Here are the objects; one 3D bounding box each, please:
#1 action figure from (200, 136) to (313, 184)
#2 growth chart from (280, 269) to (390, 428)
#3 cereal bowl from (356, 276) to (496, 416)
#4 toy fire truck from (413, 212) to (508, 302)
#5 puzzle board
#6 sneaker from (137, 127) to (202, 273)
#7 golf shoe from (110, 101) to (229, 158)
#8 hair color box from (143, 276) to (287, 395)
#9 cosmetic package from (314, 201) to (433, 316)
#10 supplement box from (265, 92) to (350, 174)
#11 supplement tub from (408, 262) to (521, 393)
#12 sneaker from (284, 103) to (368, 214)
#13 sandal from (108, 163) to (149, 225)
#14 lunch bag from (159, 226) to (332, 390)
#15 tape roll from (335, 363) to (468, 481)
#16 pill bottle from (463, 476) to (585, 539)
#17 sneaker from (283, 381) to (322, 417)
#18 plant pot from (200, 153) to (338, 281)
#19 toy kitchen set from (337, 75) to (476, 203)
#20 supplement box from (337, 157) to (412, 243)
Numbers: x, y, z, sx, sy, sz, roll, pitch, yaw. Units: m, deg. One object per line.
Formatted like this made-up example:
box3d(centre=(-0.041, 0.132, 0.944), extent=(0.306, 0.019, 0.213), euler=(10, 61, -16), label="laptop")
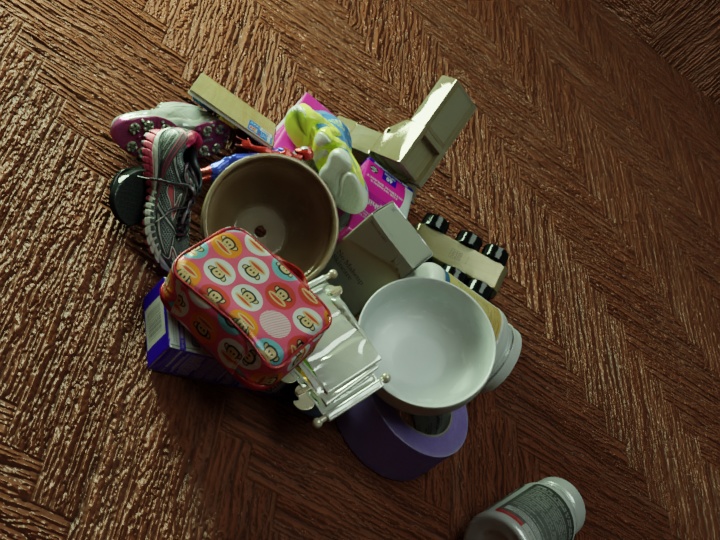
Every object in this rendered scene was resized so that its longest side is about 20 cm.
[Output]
box3d(centre=(-0.167, -0.162, 1.464), extent=(0.198, 0.066, 0.052), euler=(-7, 67, -12), label="action figure")
box3d(centre=(-0.053, 0.102, 1.314), extent=(0.144, 0.018, 0.201), euler=(-22, 65, -19), label="growth chart")
box3d(centre=(0.087, 0.114, 1.383), extent=(0.198, 0.084, 0.202), euler=(3, 61, -5), label="cereal bowl")
box3d(centre=(0.158, -0.007, 1.724), extent=(0.175, 0.200, 0.129), euler=(26, 68, 3), label="toy fire truck")
box3d(centre=(-0.203, -0.254, 1.569), extent=(0.150, 0.017, 0.200), euler=(34, 13, -14), label="puzzle board")
box3d(centre=(-0.251, -0.094, 1.336), extent=(0.081, 0.074, 0.202), euler=(-17, 104, -74), label="sneaker")
box3d(centre=(-0.296, -0.214, 1.474), extent=(0.199, 0.076, 0.092), euler=(-4, 40, -47), label="golf shoe")
box3d(centre=(-0.185, 0.090, 1.309), extent=(0.199, 0.065, 0.110), euler=(19, 45, -38), label="hair color box")
box3d(centre=(0.000, 0.000, 1.468), extent=(0.104, 0.200, 0.073), euler=(51, 36, 4), label="cosmetic package")
box3d(centre=(-0.104, -0.186, 1.610), extent=(0.101, 0.103, 0.201), euler=(39, 39, -13), label="supplement box")
box3d(centre=(0.147, 0.096, 1.586), extent=(0.199, 0.145, 0.145), euler=(35, 38, -19), label="supplement tub")
box3d(centre=(-0.031, -0.181, 1.535), extent=(0.105, 0.076, 0.201), euler=(-18, 72, -53), label="sneaker")
box3d(centre=(-0.309, -0.117, 1.372), extent=(0.047, 0.076, 0.201), euler=(4, 23, 12), label="sandal")
box3d(centre=(-0.138, 0.038, 1.258), extent=(0.200, 0.082, 0.176), euler=(44, 43, 8), label="lunch bag")
box3d(centre=(0.059, 0.200, 1.451), extent=(0.199, 0.085, 0.201), euler=(28, 40, -26), label="tape roll")
box3d(centre=(0.250, 0.384, 1.461), extent=(0.199, 0.114, 0.114), euler=(-13, 67, -51), label="pill bottle")
box3d(centre=(-0.072, 0.120, 1.409), extent=(0.078, 0.066, 0.201), euler=(31, 39, -42), label="sneaker")
box3d(centre=(-0.138, -0.063, 1.437), extent=(0.199, 0.093, 0.203), euler=(2, 82, -16), label="plant pot")
box3d(centre=(0.089, -0.239, 1.749), extent=(0.199, 0.181, 0.163), euler=(28, -11, 43), label="toy kitchen set")
box3d(centre=(0.007, -0.074, 1.615), extent=(0.101, 0.103, 0.201), euler=(35, 40, -18), label="supplement box")
